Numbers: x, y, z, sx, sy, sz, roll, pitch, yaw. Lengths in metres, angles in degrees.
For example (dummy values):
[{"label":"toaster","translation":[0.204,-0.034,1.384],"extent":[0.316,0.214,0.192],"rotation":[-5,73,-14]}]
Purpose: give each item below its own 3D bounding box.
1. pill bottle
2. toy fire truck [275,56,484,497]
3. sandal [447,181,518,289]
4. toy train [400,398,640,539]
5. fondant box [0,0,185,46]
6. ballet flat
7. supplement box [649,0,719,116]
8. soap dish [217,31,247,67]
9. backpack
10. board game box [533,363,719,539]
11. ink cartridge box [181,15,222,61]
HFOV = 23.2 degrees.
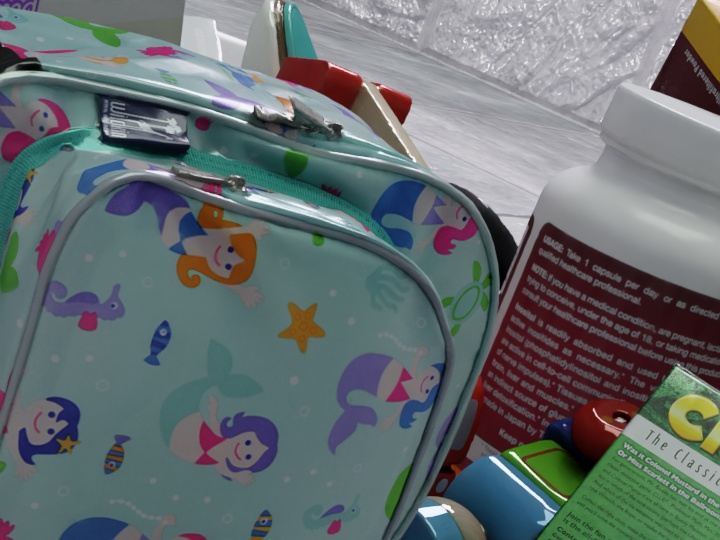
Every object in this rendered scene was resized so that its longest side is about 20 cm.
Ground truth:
[{"label":"pill bottle","translation":[0.113,0.028,0.757],"extent":[0.113,0.200,0.113],"rotation":[20,12,-5]},{"label":"toy fire truck","translation":[0.000,0.000,0.735],"extent":[0.049,0.141,0.200],"rotation":[20,11,-33]},{"label":"sandal","translation":[0.027,-0.006,1.035],"extent":[0.076,0.043,0.200],"rotation":[48,-25,-17]},{"label":"toy train","translation":[0.099,0.132,0.601],"extent":[0.116,0.085,0.200],"rotation":[-10,37,-38]},{"label":"fondant box","translation":[-0.134,-0.056,0.629],"extent":[0.058,0.200,0.144],"rotation":[19,20,32]},{"label":"ballet flat","translation":[-0.034,-0.032,0.861],"extent":[0.069,0.200,0.069],"rotation":[-16,23,7]},{"label":"supplement box","translation":[0.232,-0.018,0.876],"extent":[0.197,0.200,0.133],"rotation":[-6,49,-29]},{"label":"soap dish","translation":[-0.073,-0.073,0.972],"extent":[0.200,0.081,0.157],"rotation":[17,20,-21]},{"label":"backpack","translation":[-0.055,0.024,0.529],"extent":[0.200,0.178,0.151],"rotation":[9,18,-39]},{"label":"board game box","translation":[0.154,0.120,0.548],"extent":[0.200,0.105,0.023],"rotation":[33,-25,22]},{"label":"ink cartridge box","translation":[-0.158,-0.060,0.783],"extent":[0.200,0.050,0.162],"rotation":[5,43,-18]}]
